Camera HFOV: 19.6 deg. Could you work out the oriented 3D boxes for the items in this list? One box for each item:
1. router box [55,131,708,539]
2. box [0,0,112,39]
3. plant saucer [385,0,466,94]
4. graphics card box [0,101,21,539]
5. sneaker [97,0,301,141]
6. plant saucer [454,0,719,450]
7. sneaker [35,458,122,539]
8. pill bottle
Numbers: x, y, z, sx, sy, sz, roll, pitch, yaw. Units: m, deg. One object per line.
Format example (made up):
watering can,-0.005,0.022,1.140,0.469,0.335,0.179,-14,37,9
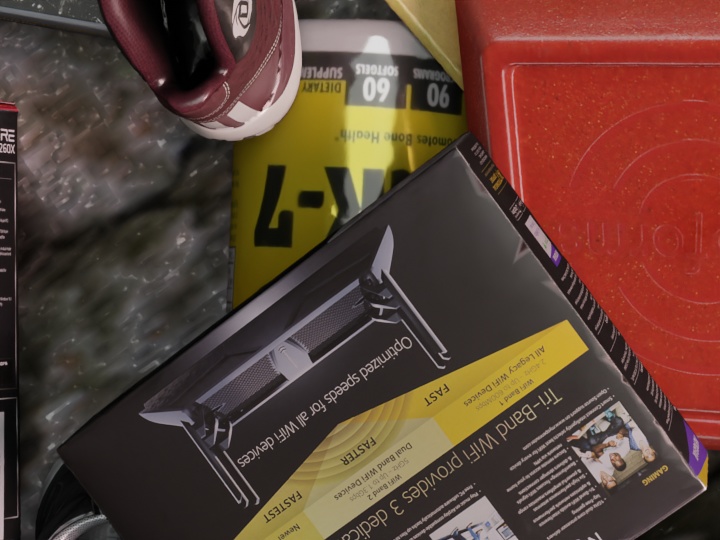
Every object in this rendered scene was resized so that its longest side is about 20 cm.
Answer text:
router box,0.009,0.069,0.800,0.199,0.052,0.158,-36,93,14
box,-0.114,-0.204,0.911,0.157,0.048,0.202,10,88,-4
plant saucer,0.137,-0.112,0.814,0.200,0.049,0.200,-36,101,27
graphics card box,-0.204,0.031,0.872,0.125,0.051,0.202,0,90,29
sneaker,-0.065,-0.150,0.783,0.075,0.115,0.202,-10,91,11
plant saucer,0.131,-0.015,0.793,0.198,0.037,0.202,3,113,24
sneaker,-0.111,0.173,0.872,0.075,0.114,0.202,0,89,-4
pill bottle,0.000,0.000,0.885,0.113,0.114,0.202,2,89,-5
